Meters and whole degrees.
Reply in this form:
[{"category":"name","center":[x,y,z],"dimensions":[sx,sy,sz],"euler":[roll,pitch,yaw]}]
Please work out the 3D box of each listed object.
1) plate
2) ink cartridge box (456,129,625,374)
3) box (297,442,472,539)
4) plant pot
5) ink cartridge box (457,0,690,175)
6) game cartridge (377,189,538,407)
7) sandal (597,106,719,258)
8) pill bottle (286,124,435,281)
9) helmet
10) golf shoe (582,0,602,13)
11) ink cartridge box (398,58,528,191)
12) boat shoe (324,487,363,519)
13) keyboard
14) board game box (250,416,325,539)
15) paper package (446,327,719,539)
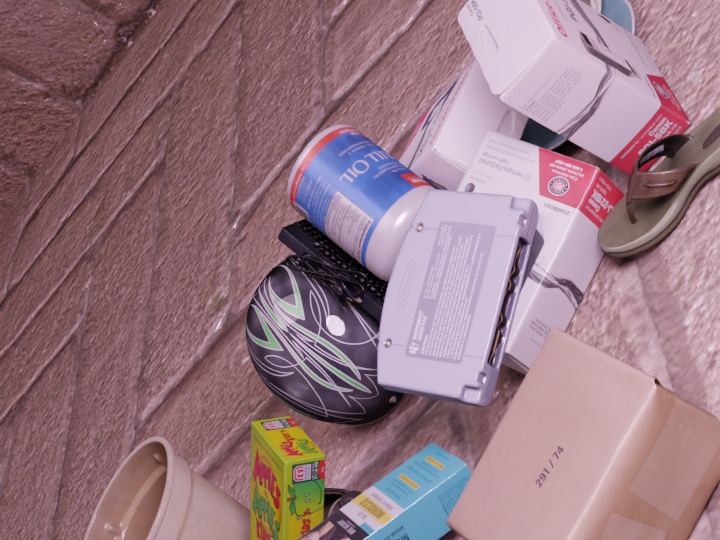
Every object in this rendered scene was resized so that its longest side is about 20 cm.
[{"category":"plate","center":[0.238,-0.211,1.644],"dimensions":[0.200,0.025,0.202],"euler":[-44,29,32]},{"category":"ink cartridge box","center":[0.151,-0.017,1.469],"dimensions":[0.143,0.084,0.202],"euler":[23,85,39]},{"category":"box","center":[0.017,0.249,1.430],"dimensions":[0.199,0.050,0.082],"euler":[-34,20,-15]},{"category":"plant pot","center":[-0.197,0.321,1.720],"dimensions":[0.200,0.182,0.202],"euler":[-45,28,32]},{"category":"ink cartridge box","center":[0.206,-0.196,1.447],"dimensions":[0.083,0.199,0.148],"euler":[-46,40,26]},{"category":"game cartridge","center":[0.086,0.023,1.421],"dimensions":[0.132,0.040,0.202],"euler":[8,76,33]},{"category":"sandal","center":[0.286,-0.097,1.382],"dimensions":[0.201,0.057,0.080],"euler":[-50,26,23]},{"category":"pill bottle","center":[0.025,-0.059,1.590],"dimensions":[0.199,0.112,0.113],"euler":[38,99,26]},{"category":"helmet","center":[-0.033,0.075,1.686],"dimensions":[0.201,0.199,0.191],"euler":[-53,8,15]},{"category":"golf shoe","center":[0.241,-0.294,1.636],"dimensions":[0.088,0.077,0.202],"euler":[33,95,46]},{"category":"ink cartridge box","center":[0.106,-0.133,1.673],"dimensions":[0.146,0.084,0.200],"euler":[-63,9,-25]},{"category":"boat shoe","center":[-0.008,0.267,1.552],"dimensions":[0.199,0.064,0.074],"euler":[-8,55,60]},{"category":"keyboard","center":[0.000,0.000,1.608],"dimensions":[0.104,0.199,0.040],"euler":[-28,-33,-46]},{"category":"board game box","center":[-0.079,0.269,1.577],"dimensions":[0.102,0.047,0.203],"euler":[-142,49,-60]},{"category":"paper package","center":[0.185,0.173,1.229],"dimensions":[0.202,0.103,0.190],"euler":[-61,24,0]}]
